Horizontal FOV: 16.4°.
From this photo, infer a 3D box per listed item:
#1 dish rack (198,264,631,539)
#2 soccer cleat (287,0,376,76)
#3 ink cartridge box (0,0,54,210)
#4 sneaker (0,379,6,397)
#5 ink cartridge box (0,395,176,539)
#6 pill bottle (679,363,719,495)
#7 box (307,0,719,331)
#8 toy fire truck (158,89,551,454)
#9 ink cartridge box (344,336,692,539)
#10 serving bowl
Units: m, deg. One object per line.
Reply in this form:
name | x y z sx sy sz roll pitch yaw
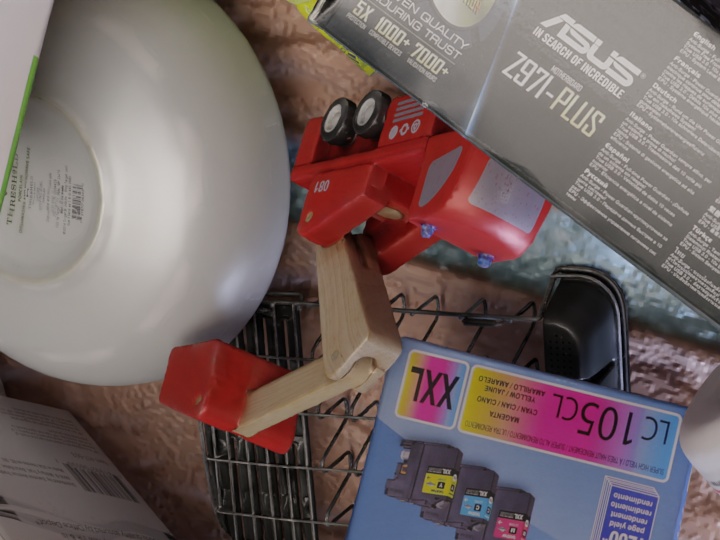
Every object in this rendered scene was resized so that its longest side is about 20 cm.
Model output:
dish rack | 0.023 0.074 1.146 0.198 0.055 0.155 3 110 19
soccer cleat | -0.010 -0.126 1.072 0.199 0.065 0.084 20 120 10
ink cartridge box | -0.202 -0.133 1.055 0.083 0.200 0.146 3 119 -29
sneaker | -0.254 0.039 1.170 0.080 0.147 0.201 -23 101 25
ink cartridge box | -0.144 0.145 1.125 0.086 0.146 0.200 -51 57 13
pill bottle | 0.228 0.101 0.977 0.200 0.112 0.112 47 117 -4
box | 0.093 -0.086 0.911 0.199 0.164 0.086 37 112 -6
toy fire truck | 0.000 0.000 1.024 0.049 0.142 0.199 25 163 -28
ink cartridge box | 0.055 0.143 1.039 0.135 0.076 0.202 13 82 6
serving bowl | -0.131 -0.041 1.118 0.199 0.066 0.202 6 103 27
